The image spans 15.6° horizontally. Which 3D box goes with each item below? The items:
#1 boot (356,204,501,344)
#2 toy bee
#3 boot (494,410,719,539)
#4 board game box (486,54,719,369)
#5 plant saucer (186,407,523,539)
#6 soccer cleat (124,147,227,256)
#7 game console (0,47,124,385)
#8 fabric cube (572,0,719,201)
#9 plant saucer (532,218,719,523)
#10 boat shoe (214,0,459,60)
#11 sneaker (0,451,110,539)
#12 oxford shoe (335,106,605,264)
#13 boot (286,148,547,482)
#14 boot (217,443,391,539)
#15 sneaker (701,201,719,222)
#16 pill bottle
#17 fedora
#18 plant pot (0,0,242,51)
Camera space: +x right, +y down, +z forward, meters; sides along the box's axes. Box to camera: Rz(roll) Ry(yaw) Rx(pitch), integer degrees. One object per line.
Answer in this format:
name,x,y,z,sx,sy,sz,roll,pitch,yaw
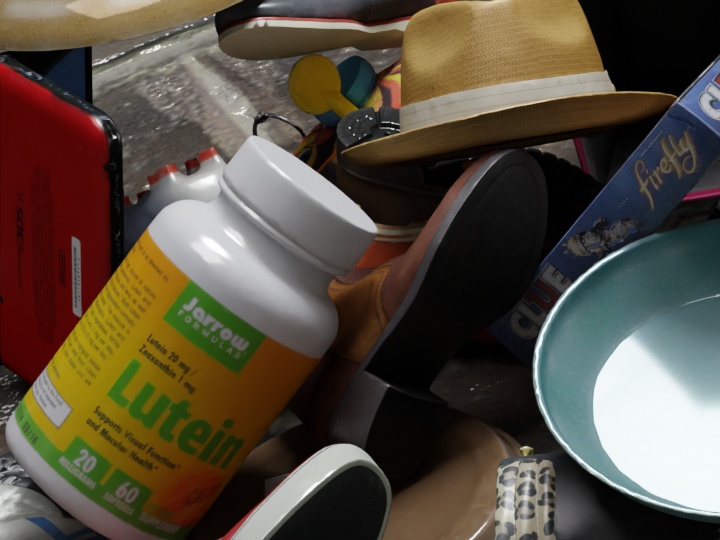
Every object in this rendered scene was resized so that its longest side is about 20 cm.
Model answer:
boot,0.014,0.025,1.485,0.200,0.075,0.107,10,52,38
toy bee,0.001,-0.068,1.611,0.131,0.200,0.109,25,54,-8
boot,0.146,0.087,1.290,0.153,0.074,0.204,-4,36,11
board game box,0.154,-0.047,1.364,0.035,0.200,0.135,41,44,4
plant saucer,-0.003,0.129,1.352,0.199,0.030,0.200,-13,30,8
soccer cleat,-0.110,-0.018,1.584,0.069,0.078,0.200,-22,-1,-17
game console,-0.156,-0.037,1.540,0.118,0.201,0.172,-22,36,-36
fabric cube,0.222,-0.175,1.556,0.199,0.197,0.199,-8,26,17
plant saucer,0.182,0.053,1.236,0.199,0.036,0.200,-6,41,5
boat shoe,-0.014,-0.165,1.577,0.071,0.063,0.200,-13,-2,44
sneaker,-0.196,0.148,1.388,0.200,0.073,0.072,-19,44,-32
oxford shoe,0.078,-0.027,1.530,0.200,0.085,0.073,21,38,20
boot,0.000,0.000,1.407,0.068,0.189,0.200,17,8,-36
boot,-0.086,0.151,1.281,0.200,0.072,0.144,-49,36,-14
sneaker,0.216,-0.029,1.414,0.199,0.115,0.081,-22,29,-9
pill bottle,-0.082,0.035,1.338,0.200,0.111,0.111,-53,31,8
fedora,0.076,-0.106,1.421,0.200,0.082,0.201,-10,0,0
plant pot,-0.142,-0.177,1.544,0.199,0.028,0.200,-10,22,4
